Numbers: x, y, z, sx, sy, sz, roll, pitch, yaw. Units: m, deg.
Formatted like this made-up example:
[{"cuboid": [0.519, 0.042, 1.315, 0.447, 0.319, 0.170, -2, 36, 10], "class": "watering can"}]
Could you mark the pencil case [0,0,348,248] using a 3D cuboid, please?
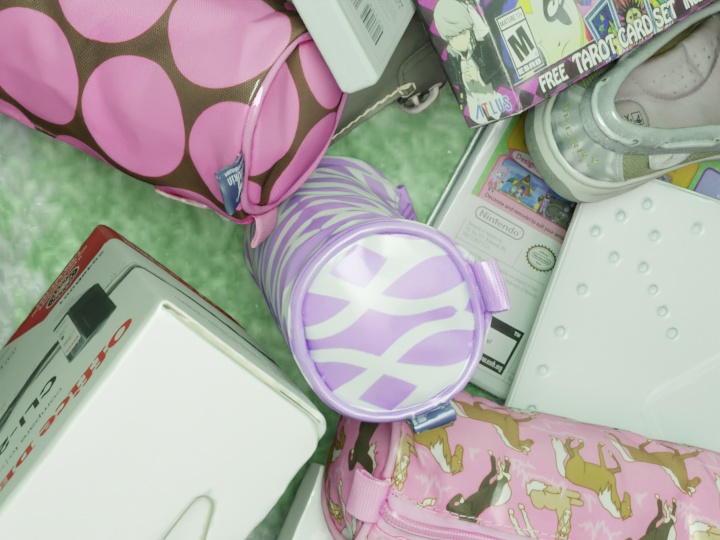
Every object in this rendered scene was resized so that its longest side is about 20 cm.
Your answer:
[{"cuboid": [-0.107, -0.088, 0.782, 0.200, 0.091, 0.094, 26, 125, 20], "class": "pencil case"}]

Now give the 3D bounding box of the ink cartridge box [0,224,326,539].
[{"cuboid": [-0.106, 0.073, 0.790, 0.084, 0.200, 0.144, 38, 89, -18], "class": "ink cartridge box"}]

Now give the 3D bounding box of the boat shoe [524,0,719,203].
[{"cuboid": [0.165, -0.088, 0.877, 0.202, 0.065, 0.075, -21, 85, -31], "class": "boat shoe"}]

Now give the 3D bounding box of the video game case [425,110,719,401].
[{"cuboid": [0.132, -0.007, 0.932, 0.200, 0.022, 0.182, 28, 92, -17], "class": "video game case"}]

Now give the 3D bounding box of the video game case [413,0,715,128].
[{"cuboid": [0.081, -0.178, 0.812, 0.200, 0.036, 0.182, -31, 102, -41], "class": "video game case"}]

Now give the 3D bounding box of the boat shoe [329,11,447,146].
[{"cuboid": [0.047, -0.116, 0.867, 0.057, 0.067, 0.200, 44, 84, -13], "class": "boat shoe"}]

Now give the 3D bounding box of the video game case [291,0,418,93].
[{"cuboid": [-0.007, -0.178, 0.780, 0.018, 0.200, 0.143, -18, 115, 27], "class": "video game case"}]

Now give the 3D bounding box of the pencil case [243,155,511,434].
[{"cuboid": [0.000, 0.000, 0.808, 0.085, 0.200, 0.084, -28, 106, -4], "class": "pencil case"}]

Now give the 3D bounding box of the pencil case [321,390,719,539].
[{"cuboid": [0.080, 0.101, 0.849, 0.200, 0.087, 0.083, 16, 76, -19], "class": "pencil case"}]

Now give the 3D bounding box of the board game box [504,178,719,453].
[{"cuboid": [0.163, 0.069, 0.927, 0.200, 0.026, 0.200, 17, 97, -15], "class": "board game box"}]

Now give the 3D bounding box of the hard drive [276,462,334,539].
[{"cuboid": [0.041, 0.187, 0.884, 0.200, 0.027, 0.132, 25, 82, -16], "class": "hard drive"}]
